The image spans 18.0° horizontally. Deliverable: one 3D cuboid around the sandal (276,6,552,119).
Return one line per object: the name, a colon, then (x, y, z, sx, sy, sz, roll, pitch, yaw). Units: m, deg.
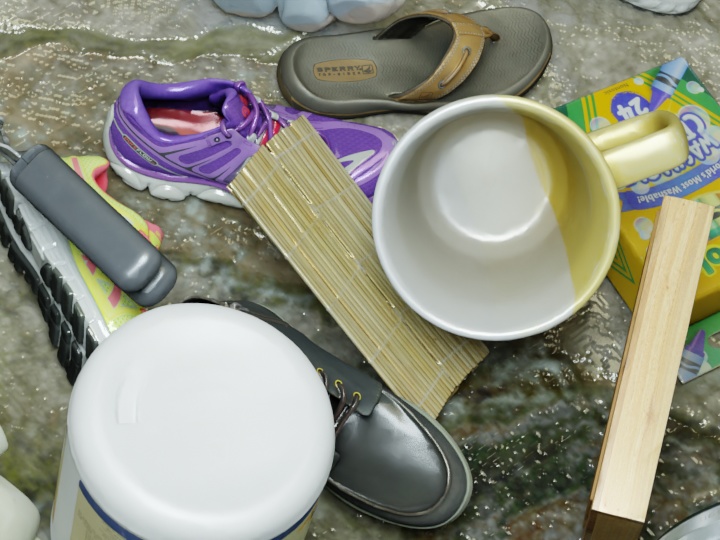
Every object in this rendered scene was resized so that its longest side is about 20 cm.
sandal: (0.041, -0.150, 1.553, 0.199, 0.055, 0.082, -4, 60, -15)

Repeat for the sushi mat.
sushi mat: (0.000, 0.000, 1.423, 0.200, 0.012, 0.096, 52, 44, -6)

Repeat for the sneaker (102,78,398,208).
sneaker: (-0.066, -0.081, 1.471, 0.199, 0.084, 0.081, 6, 58, -10)

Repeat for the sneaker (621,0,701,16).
sneaker: (0.160, -0.242, 1.623, 0.199, 0.079, 0.074, 7, 59, -6)

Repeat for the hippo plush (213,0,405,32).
hippo plush: (-0.047, -0.268, 1.532, 0.199, 0.159, 0.162, 19, 68, -11)

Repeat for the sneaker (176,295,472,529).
sneaker: (-0.029, 0.087, 1.351, 0.200, 0.106, 0.075, 34, 93, 17)

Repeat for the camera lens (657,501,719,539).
camera lens: (0.255, 0.232, 1.302, 0.159, 0.160, 0.201, -4, 60, -15)

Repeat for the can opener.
can opener: (-0.198, -0.038, 1.364, 0.067, 0.053, 0.200, -47, 64, -4)

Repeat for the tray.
tray: (0.175, 0.065, 1.392, 0.037, 0.099, 0.201, 12, 73, 7)

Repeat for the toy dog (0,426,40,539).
toy dog: (-0.286, 0.168, 1.255, 0.200, 0.139, 0.194, -45, 113, -32)

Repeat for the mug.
mug: (0.102, -0.042, 1.433, 0.185, 0.153, 0.150, 11, 101, 0)

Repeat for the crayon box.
crayon box: (0.216, -0.038, 1.526, 0.125, 0.052, 0.201, -23, 67, -24)

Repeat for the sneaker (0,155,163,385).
sneaker: (-0.155, 0.002, 1.404, 0.090, 0.078, 0.201, -17, 63, -24)

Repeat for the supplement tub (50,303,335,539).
supplement tub: (-0.098, 0.125, 1.265, 0.143, 0.200, 0.145, 6, 58, -9)
